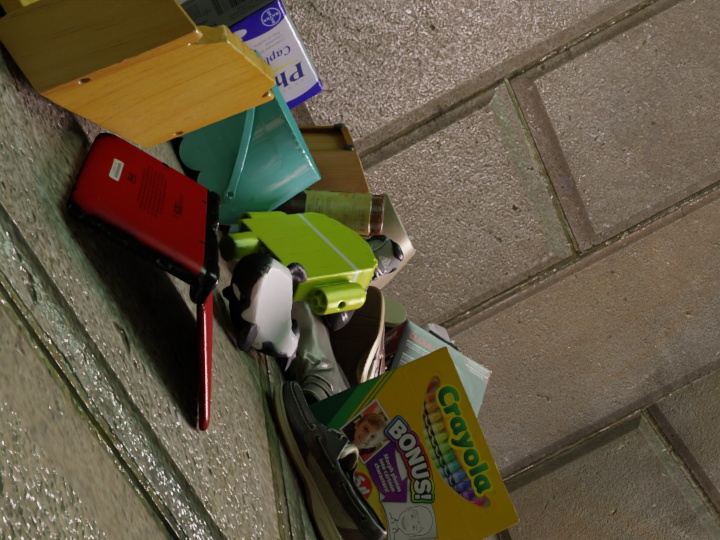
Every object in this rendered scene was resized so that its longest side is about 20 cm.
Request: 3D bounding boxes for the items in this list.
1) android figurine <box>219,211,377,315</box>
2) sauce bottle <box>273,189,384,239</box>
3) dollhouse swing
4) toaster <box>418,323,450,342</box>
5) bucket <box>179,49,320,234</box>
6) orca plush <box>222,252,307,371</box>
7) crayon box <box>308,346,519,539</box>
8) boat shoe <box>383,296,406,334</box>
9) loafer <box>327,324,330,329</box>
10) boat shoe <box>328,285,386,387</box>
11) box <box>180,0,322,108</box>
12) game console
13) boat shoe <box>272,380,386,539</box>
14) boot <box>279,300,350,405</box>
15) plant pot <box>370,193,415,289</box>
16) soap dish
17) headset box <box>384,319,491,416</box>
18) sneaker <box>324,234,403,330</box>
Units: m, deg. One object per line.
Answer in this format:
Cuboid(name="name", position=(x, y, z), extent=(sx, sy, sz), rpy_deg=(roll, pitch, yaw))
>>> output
Cuboid(name="android figurine", position=(-0.063, -0.016, 1.310), extent=(0.198, 0.042, 0.182), rpy_deg=(-8, 41, -46))
Cuboid(name="sauce bottle", position=(-0.066, -0.077, 1.494), extent=(0.066, 0.196, 0.067), rpy_deg=(6, 90, -90))
Cuboid(name="dollhouse swing", position=(-0.189, -0.214, 0.898), extent=(0.200, 0.179, 0.179), rpy_deg=(24, 48, -76))
Cuboid(name="toaster", position=(0.062, 0.191, 1.650), extent=(0.119, 0.197, 0.184), rpy_deg=(43, 28, -72))
Cuboid(name="bucket", position=(-0.146, -0.162, 1.388), extent=(0.210, 0.133, 0.207), rpy_deg=(62, 2, -4))
Cuboid(name="orca plush", position=(-0.106, 0.030, 1.168), extent=(0.070, 0.106, 0.200), rpy_deg=(31, -5, 20))
Cuboid(name="crayon box", position=(0.051, 0.209, 1.208), extent=(0.058, 0.170, 0.203), rpy_deg=(123, -56, -78))
Cuboid(name="boat shoe", position=(-0.025, 0.053, 1.725), extent=(0.074, 0.199, 0.064), rpy_deg=(-51, 162, -47))
Cuboid(name="loafer", position=(-0.072, 0.051, 1.450), extent=(0.202, 0.072, 0.071), rpy_deg=(63, 2, -15))
Cuboid(name="boat shoe", position=(-0.002, 0.122, 1.439), extent=(0.072, 0.071, 0.204), rpy_deg=(47, 47, -60))
Cuboid(name="box", position=(-0.176, -0.319, 1.671), extent=(0.106, 0.182, 0.201), rpy_deg=(64, 4, 36))
Cuboid(name="game console", position=(-0.166, 0.001, 0.886), extent=(0.171, 0.120, 0.200), rpy_deg=(30, 14, -17))
Cuboid(name="boat shoe", position=(-0.030, 0.193, 1.124), extent=(0.202, 0.064, 0.073), rpy_deg=(65, 5, 27))
Cuboid(name="boot", position=(-0.059, 0.115, 1.294), extent=(0.202, 0.067, 0.131), rpy_deg=(62, 9, -20))
Cuboid(name="plant pot", position=(-0.029, -0.022, 1.600), extent=(0.190, 0.198, 0.187), rpy_deg=(62, 4, -8))
Cuboid(name="soap dish", position=(-0.093, -0.151, 1.584), extent=(0.158, 0.196, 0.083), rpy_deg=(-107, -163, -65))
Cuboid(name="headset box", position=(0.081, 0.176, 1.512), extent=(0.147, 0.202, 0.075), rpy_deg=(32, -32, -14))
Cuboid(name="sneaker", position=(0.000, 0.000, 1.401), extent=(0.201, 0.114, 0.076), rpy_deg=(-99, 168, -69))
